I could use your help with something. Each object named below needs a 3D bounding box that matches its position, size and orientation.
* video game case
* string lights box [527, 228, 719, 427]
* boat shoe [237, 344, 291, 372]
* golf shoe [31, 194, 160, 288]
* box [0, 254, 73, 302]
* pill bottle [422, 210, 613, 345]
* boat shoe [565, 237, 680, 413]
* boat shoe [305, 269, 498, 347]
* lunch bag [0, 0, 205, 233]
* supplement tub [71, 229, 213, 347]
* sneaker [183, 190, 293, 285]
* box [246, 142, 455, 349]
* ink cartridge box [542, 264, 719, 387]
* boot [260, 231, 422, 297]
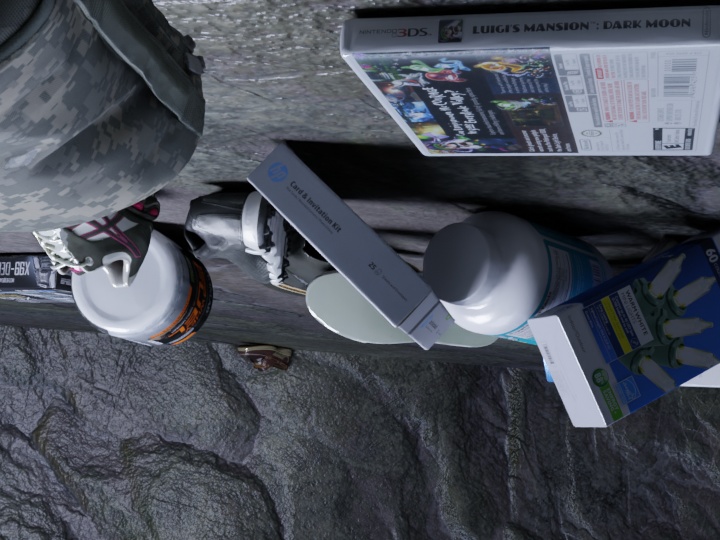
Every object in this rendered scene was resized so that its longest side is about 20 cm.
[{"bbox_3d":[0.102,-0.096,0.595,0.182,0.023,0.200,1,172,15],"label":"video game case"},{"bbox_3d":[0.256,0.046,0.944,0.200,0.103,0.059,-25,-179,-19],"label":"string lights box"},{"bbox_3d":[-0.258,0.239,2.947,0.072,0.072,0.200,-1,171,31],"label":"boat shoe"},{"bbox_3d":[-0.244,-0.042,0.917,0.077,0.088,0.200,1,170,32],"label":"golf shoe"},{"bbox_3d":[-0.450,0.013,1.527,0.200,0.050,0.158,0,171,25],"label":"box"},{"bbox_3d":[0.142,0.008,0.996,0.111,0.111,0.200,-3,169,39],"label":"pill bottle"},{"bbox_3d":[0.260,0.059,1.006,0.072,0.200,0.076,32,164,21],"label":"boat shoe"},{"bbox_3d":[0.045,0.036,1.106,0.200,0.070,0.072,8,-168,-1],"label":"boat shoe"},{"bbox_3d":[-0.155,-0.082,0.396,0.167,0.140,0.200,4,173,4],"label":"lunch bag"},{"bbox_3d":[-0.237,0.022,1.230,0.122,0.123,0.200,3,173,6],"label":"supplement tub"},{"bbox_3d":[-0.113,-0.033,1.005,0.090,0.067,0.200,6,168,5],"label":"sneaker"},{"bbox_3d":[0.000,-0.011,0.856,0.156,0.041,0.200,45,180,13],"label":"box"},{"bbox_3d":[0.305,0.054,1.139,0.200,0.084,0.145,-1,-159,32],"label":"ink cartridge box"},{"bbox_3d":[0.000,0.000,1.157,0.200,0.078,0.138,6,167,-23],"label":"boot"}]
